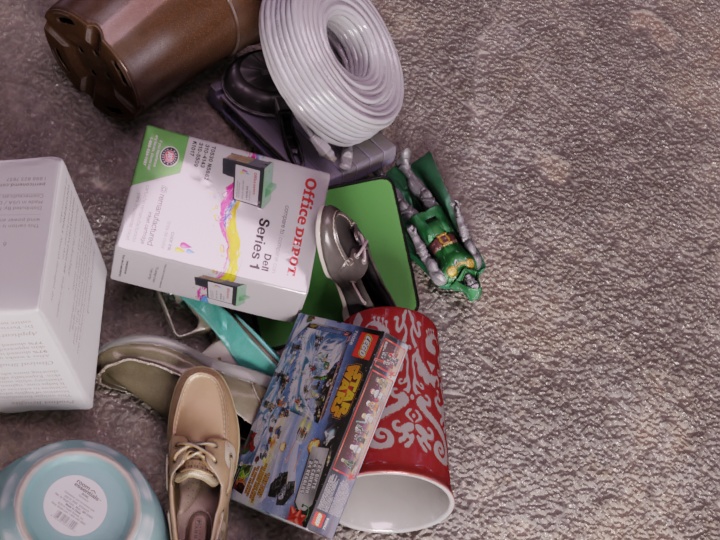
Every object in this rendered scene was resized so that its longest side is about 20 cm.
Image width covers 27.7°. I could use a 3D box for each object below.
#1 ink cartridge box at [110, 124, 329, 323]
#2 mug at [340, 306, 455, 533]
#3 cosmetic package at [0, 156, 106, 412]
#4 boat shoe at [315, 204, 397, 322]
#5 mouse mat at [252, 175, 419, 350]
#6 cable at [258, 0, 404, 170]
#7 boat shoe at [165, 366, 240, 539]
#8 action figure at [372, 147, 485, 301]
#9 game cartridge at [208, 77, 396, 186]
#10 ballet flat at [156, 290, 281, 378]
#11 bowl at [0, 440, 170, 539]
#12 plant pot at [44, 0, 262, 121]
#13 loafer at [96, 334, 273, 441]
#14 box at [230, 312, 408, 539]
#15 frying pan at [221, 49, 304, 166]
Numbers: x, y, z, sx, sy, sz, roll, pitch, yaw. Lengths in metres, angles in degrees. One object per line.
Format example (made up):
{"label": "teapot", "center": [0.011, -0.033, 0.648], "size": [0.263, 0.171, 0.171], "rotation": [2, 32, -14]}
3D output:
{"label": "ink cartridge box", "center": [-0.141, -0.046, 1.492], "size": [0.199, 0.084, 0.146], "rotation": [14, 64, -8]}
{"label": "mug", "center": [0.008, 0.144, 1.485], "size": [0.176, 0.134, 0.201], "rotation": [11, 54, -13]}
{"label": "cosmetic package", "center": [-0.347, 0.019, 1.379], "size": [0.166, 0.200, 0.167], "rotation": [-2, 59, 3]}
{"label": "boat shoe", "center": [0.000, 0.000, 1.515], "size": [0.057, 0.201, 0.067], "rotation": [-1, 52, 14]}
{"label": "mouse mat", "center": [-0.035, -0.010, 1.592], "size": [0.199, 0.008, 0.162], "rotation": [-13, 92, -25]}
{"label": "cable", "center": [-0.031, -0.239, 1.618], "size": [0.200, 0.069, 0.201], "rotation": [50, 37, -25]}
{"label": "boat shoe", "center": [-0.152, 0.190, 1.403], "size": [0.071, 0.065, 0.202], "rotation": [-2, 79, -3]}
{"label": "action figure", "center": [0.082, -0.047, 1.664], "size": [0.118, 0.055, 0.201], "rotation": [-27, 67, -16]}
{"label": "game cartridge", "center": [-0.067, -0.169, 1.683], "size": [0.129, 0.039, 0.200], "rotation": [-25, 57, -34]}
{"label": "ballet flat", "center": [-0.155, 0.061, 1.529], "size": [0.070, 0.067, 0.200], "rotation": [-41, 77, -8]}
{"label": "bowl", "center": [-0.266, 0.239, 1.354], "size": [0.199, 0.105, 0.202], "rotation": [8, 59, -13]}
{"label": "plant pot", "center": [-0.233, -0.283, 1.637], "size": [0.200, 0.200, 0.198], "rotation": [41, 65, 9]}
{"label": "loafer", "center": [-0.175, 0.122, 1.470], "size": [0.199, 0.075, 0.070], "rotation": [15, 52, -9]}
{"label": "box", "center": [-0.044, 0.147, 1.422], "size": [0.040, 0.136, 0.201], "rotation": [31, 77, -38]}
{"label": "frying pan", "center": [-0.107, -0.194, 1.660], "size": [0.114, 0.031, 0.191], "rotation": [9, 44, -1]}
